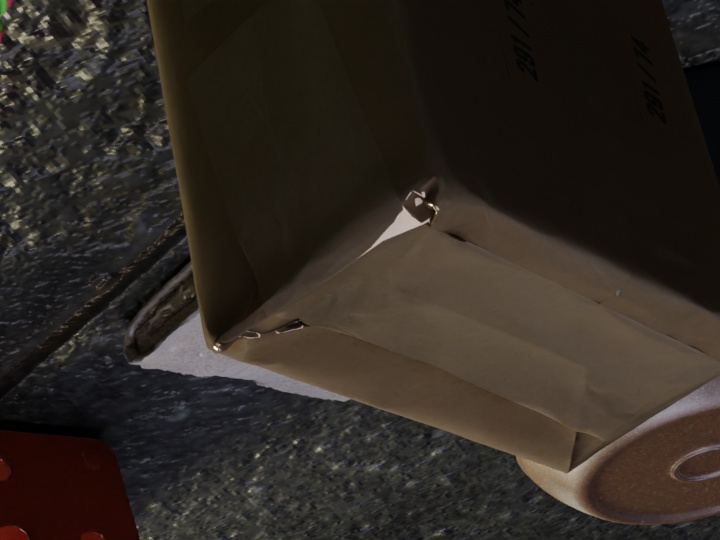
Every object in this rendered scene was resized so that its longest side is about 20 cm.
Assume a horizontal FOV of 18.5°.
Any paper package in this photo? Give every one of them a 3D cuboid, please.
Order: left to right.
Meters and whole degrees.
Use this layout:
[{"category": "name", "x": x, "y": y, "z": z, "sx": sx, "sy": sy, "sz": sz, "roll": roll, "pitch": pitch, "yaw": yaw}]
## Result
[{"category": "paper package", "x": 0.029, "y": -0.053, "z": 0.744, "sx": 0.103, "sy": 0.200, "sz": 0.190, "roll": -33, "pitch": 143, "yaw": 30}]

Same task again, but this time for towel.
[{"category": "towel", "x": 0.000, "y": 0.000, "z": 0.985, "sx": 0.132, "sy": 0.035, "sz": 0.200, "roll": 14, "pitch": 140, "yaw": -36}]

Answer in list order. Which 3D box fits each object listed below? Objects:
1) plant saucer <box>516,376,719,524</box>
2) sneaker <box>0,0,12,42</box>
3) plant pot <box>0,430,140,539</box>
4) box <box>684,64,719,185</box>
[{"category": "plant saucer", "x": 0.186, "y": 0.092, "z": 1.206, "sx": 0.200, "sy": 0.037, "sz": 0.201, "roll": -10, "pitch": 150, "yaw": -6}, {"category": "sneaker", "x": -0.146, "y": -0.130, "z": 0.694, "sx": 0.084, "sy": 0.077, "sz": 0.200, "roll": 9, "pitch": 144, "yaw": -2}, {"category": "plant pot", "x": -0.199, "y": 0.183, "z": 1.070, "sx": 0.199, "sy": 0.200, "sz": 0.176, "roll": 8, "pitch": 133, "yaw": -32}, {"category": "box", "x": 0.207, "y": -0.032, "z": 0.972, "sx": 0.200, "sy": 0.079, "sz": 0.141, "roll": -13, "pitch": 147, "yaw": -1}]
